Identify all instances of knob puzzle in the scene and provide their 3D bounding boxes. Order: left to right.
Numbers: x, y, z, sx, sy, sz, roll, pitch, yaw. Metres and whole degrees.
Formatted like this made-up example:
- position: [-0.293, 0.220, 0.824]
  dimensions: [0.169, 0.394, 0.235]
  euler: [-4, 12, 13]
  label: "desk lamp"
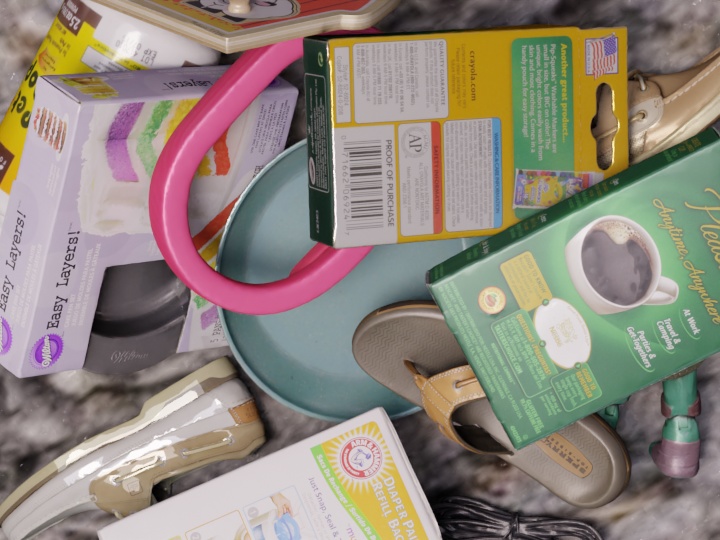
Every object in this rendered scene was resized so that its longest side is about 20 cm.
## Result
- position: [-0.060, -0.189, 1.439]
  dimensions: [0.218, 0.220, 0.031]
  euler: [5, 113, 8]
  label: "knob puzzle"

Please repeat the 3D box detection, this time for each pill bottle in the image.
- position: [-0.181, -0.086, 1.507]
  dimensions: [0.109, 0.109, 0.201]
  euler: [30, 101, 4]
  label: "pill bottle"

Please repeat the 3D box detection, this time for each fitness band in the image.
- position: [-0.041, -0.065, 1.424]
  dimensions: [0.200, 0.037, 0.144]
  euler: [-48, 116, -7]
  label: "fitness band"

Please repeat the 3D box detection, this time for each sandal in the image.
- position: [0.080, 0.091, 1.459]
  dimensions: [0.200, 0.055, 0.082]
  euler: [38, 123, 4]
  label: "sandal"

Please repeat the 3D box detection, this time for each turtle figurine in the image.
- position: [0.193, 0.030, 1.474]
  dimensions: [0.149, 0.101, 0.201]
  euler: [15, 107, 11]
  label: "turtle figurine"

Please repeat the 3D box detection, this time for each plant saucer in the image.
- position: [0.000, 0.000, 1.503]
  dimensions: [0.199, 0.036, 0.201]
  euler: [-3, 104, -12]
  label: "plant saucer"

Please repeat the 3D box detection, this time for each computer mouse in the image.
- position: [0.105, 0.256, 1.543]
  dimensions: [0.139, 0.046, 0.202]
  euler: [3, 87, 13]
  label: "computer mouse"

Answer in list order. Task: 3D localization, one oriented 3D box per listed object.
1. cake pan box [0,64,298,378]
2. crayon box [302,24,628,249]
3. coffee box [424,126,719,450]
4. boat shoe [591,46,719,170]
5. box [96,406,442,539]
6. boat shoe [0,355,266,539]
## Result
- position: [-0.141, -0.031, 1.458]
  dimensions: [0.052, 0.183, 0.201]
  euler: [36, 119, 39]
  label: "cake pan box"
- position: [0.066, -0.085, 1.414]
  dimensions: [0.199, 0.052, 0.127]
  euler: [-5, 99, -19]
  label: "crayon box"
- position: [0.154, 0.011, 1.391]
  dimensions: [0.199, 0.044, 0.123]
  euler: [-28, 102, 7]
  label: "coffee box"
- position: [0.174, -0.095, 1.469]
  dimensions: [0.200, 0.071, 0.065]
  euler: [-39, 91, 13]
  label: "boat shoe"
- position: [-0.056, 0.182, 1.485]
  dimensions: [0.199, 0.113, 0.102]
  euler: [-23, 76, -6]
  label: "box"
- position: [-0.157, 0.138, 1.551]
  dimensions: [0.199, 0.075, 0.069]
  euler: [-33, 86, 11]
  label: "boat shoe"
